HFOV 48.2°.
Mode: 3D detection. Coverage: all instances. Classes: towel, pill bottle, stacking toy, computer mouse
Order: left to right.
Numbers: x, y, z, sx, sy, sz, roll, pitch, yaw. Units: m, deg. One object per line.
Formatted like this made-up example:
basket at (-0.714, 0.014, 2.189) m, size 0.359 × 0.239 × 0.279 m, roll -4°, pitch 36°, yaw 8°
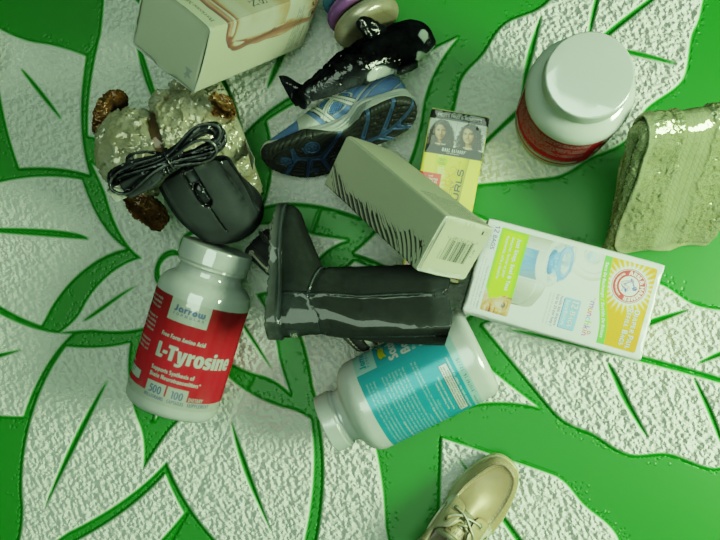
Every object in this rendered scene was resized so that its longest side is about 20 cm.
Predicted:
pill bottle at (-0.196, 0.067, 0.951) m, size 0.112 × 0.112 × 0.201 m, roll 18°, pitch 95°, yaw 7°
computer mouse at (-0.170, -0.074, 0.887) m, size 0.138 × 0.200 × 0.053 m, roll -25°, pitch 63°, yaw 9°
stacking toy at (-0.035, -0.376, 0.983) m, size 0.085 × 0.085 × 0.200 m, roll -29°, pitch 81°, yaw 4°
pill bottle at (0.049, 0.134, 0.930) m, size 0.200 × 0.111 × 0.111 m, roll -27°, pitch 85°, yaw 4°
pill bottle at (0.231, -0.184, 0.874) m, size 0.112 × 0.200 × 0.113 m, roll 0°, pitch 88°, yaw 6°
towel at (0.348, -0.095, 0.876) m, size 0.148 × 0.200 × 0.037 m, roll -10°, pitch 46°, yaw -6°

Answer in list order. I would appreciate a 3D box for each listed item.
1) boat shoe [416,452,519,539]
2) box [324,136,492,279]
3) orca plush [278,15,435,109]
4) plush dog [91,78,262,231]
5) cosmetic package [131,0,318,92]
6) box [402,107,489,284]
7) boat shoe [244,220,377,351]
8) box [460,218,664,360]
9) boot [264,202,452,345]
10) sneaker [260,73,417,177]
boat shoe at (0.115, 0.302, 0.938) m, size 0.072 × 0.065 × 0.200 m, roll 40°, pitch 92°, yaw 6°
box at (0.049, -0.073, 0.900) m, size 0.200 × 0.082 × 0.069 m, roll 46°, pitch 115°, yaw 44°
orca plush at (-0.003, -0.263, 0.947) m, size 0.199 × 0.105 × 0.071 m, roll -20°, pitch 120°, yaw -7°
plush dog at (-0.223, -0.145, 0.940) m, size 0.171 × 0.160 × 0.201 m, roll -21°, pitch 86°, yaw -6°
cosmetic package at (-0.149, -0.292, 0.923) m, size 0.103 × 0.200 × 0.087 m, roll 38°, pitch 134°, yaw 10°
box at (0.101, -0.087, 0.966) m, size 0.075 × 0.050 × 0.201 m, roll 12°, pitch 89°, yaw 6°
boat shoe at (-0.061, 0.028, 0.967) m, size 0.060 × 0.074 × 0.200 m, roll -42°, pitch 81°, yaw 3°
box at (0.226, 0.022, 0.921) m, size 0.199 × 0.101 × 0.113 m, roll 16°, pitch 89°, yaw 7°
boot at (0.000, 0.001, 0.897) m, size 0.199 × 0.066 × 0.165 m, roll -1°, pitch 69°, yaw 5°
sneaker at (-0.029, -0.178, 0.983) m, size 0.199 × 0.076 × 0.077 m, roll -21°, pitch 55°, yaw 9°
